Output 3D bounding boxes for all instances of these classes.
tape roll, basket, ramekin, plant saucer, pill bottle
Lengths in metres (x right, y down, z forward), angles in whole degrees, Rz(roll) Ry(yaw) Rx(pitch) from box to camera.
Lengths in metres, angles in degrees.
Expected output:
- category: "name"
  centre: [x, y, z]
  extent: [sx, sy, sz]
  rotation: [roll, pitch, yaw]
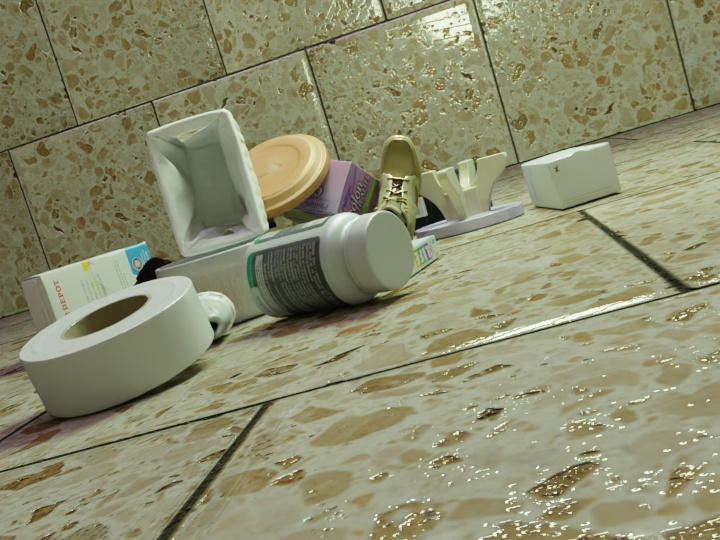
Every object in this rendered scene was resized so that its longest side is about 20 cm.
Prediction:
- category: "tape roll"
  centre: [-0.269, 0.080, 0.933]
  extent: [0.202, 0.071, 0.202]
  rotation: [-20, 17, 6]
- category: "basket"
  centre: [-0.231, -0.131, 1.305]
  extent: [0.135, 0.200, 0.123]
  rotation: [-16, 0, 2]
- category: "ramekin"
  centre: [-0.195, 0.018, 1.259]
  extent: [0.200, 0.105, 0.200]
  rotation: [-17, 7, 2]
- category: "plant saucer"
  centre: [-0.150, -0.167, 1.433]
  extent: [0.200, 0.032, 0.200]
  rotation: [-16, 42, 15]
- category: "pill bottle"
  centre: [-0.041, -0.008, 1.040]
  extent: [0.200, 0.113, 0.113]
  rotation: [-12, 9, 39]

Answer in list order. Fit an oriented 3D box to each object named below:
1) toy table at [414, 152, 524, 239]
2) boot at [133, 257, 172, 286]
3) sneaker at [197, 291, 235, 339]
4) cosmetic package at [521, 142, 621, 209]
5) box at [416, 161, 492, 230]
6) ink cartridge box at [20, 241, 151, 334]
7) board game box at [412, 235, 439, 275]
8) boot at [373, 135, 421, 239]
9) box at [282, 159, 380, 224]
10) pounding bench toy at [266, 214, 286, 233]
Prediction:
- category: "toy table"
  centre: [0.180, -0.132, 1.493]
  extent: [0.200, 0.117, 0.184]
  rotation: [-14, 7, 13]
- category: "boot"
  centre: [-0.340, 0.068, 1.386]
  extent: [0.186, 0.064, 0.200]
  rotation: [-49, -11, -2]
- category: "sneaker"
  centre: [-0.262, 0.079, 1.075]
  extent: [0.200, 0.076, 0.092]
  rotation: [-18, 11, -1]
- category: "cosmetic package"
  centre: [0.352, -0.161, 1.426]
  extent: [0.107, 0.085, 0.200]
  rotation: [-17, 7, 2]
- category: "box"
  centre: [0.142, -0.143, 1.735]
  extent: [0.200, 0.104, 0.182]
  rotation: [-13, 6, 30]
- category: "ink cartridge box"
  centre: [-0.480, 0.052, 1.516]
  extent: [0.200, 0.147, 0.145]
  rotation: [-21, 8, -35]
- category: "board game box"
  centre: [0.000, 0.000, 1.213]
  extent: [0.200, 0.034, 0.134]
  rotation: [-14, 7, 26]
- category: "boot"
  centre: [0.058, -0.123, 1.399]
  extent: [0.073, 0.200, 0.155]
  rotation: [5, 12, 8]
- category: "box"
  centre: [-0.044, -0.123, 1.519]
  extent: [0.176, 0.097, 0.200]
  rotation: [10, -9, 36]
- category: "pounding bench toy"
  centre: [-0.195, -0.019, 1.477]
  extent: [0.156, 0.124, 0.200]
  rotation: [-18, 7, -4]
